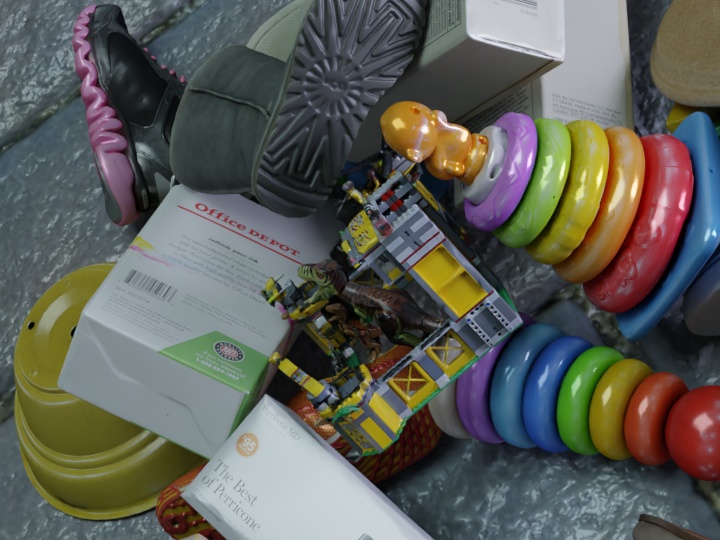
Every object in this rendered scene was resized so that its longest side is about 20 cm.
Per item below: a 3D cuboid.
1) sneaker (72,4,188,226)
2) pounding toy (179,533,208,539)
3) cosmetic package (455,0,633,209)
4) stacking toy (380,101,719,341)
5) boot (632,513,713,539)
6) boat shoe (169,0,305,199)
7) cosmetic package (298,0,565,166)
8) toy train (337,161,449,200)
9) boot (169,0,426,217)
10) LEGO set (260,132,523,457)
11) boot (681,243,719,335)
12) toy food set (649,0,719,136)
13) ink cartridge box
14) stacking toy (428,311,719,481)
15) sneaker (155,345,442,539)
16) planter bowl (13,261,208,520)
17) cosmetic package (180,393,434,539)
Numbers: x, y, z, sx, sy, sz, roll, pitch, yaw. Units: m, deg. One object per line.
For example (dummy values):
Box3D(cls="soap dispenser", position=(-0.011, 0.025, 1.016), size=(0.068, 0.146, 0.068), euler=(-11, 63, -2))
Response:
Box3D(cls="sneaker", position=(-0.150, -0.118, 1.883), size=(0.095, 0.079, 0.200), euler=(-15, 50, -2))
Box3D(cls="pounding toy", position=(-0.112, 0.280, 1.495), size=(0.142, 0.184, 0.201), euler=(-23, 50, 21))
Box3D(cls="cosmetic package", position=(0.110, -0.140, 1.649), size=(0.103, 0.073, 0.201), euler=(-32, 51, 52))
Box3D(cls="stacking toy", position=(0.100, -0.050, 1.505), size=(0.110, 0.199, 0.116), euler=(-54, 24, 42))
Box3D(cls="boot", position=(0.188, 0.224, 1.412), size=(0.200, 0.070, 0.147), euler=(20, 86, 57))
Box3D(cls="boat shoe", position=(-0.062, -0.115, 1.809), size=(0.200, 0.072, 0.068), euler=(-53, 2, -22))
Box3D(cls="cosmetic package", position=(0.040, -0.145, 1.611), size=(0.200, 0.073, 0.104), euler=(-28, 55, 56))
Box3D(cls="toy train", position=(0.039, -0.138, 1.752), size=(0.115, 0.085, 0.200), euler=(23, 75, 32))
Box3D(cls="boot", position=(-0.043, -0.118, 1.614), size=(0.182, 0.072, 0.200), euler=(-59, 15, 1))
Box3D(cls="LEGO set", position=(0.000, 0.000, 1.546), size=(0.154, 0.116, 0.200), euler=(-36, 25, 16))
Box3D(cls="boot", position=(0.244, -0.049, 1.505), size=(0.200, 0.073, 0.091), euler=(-46, 48, 41))
Box3D(cls="toy food set", position=(0.263, -0.157, 1.594), size=(0.197, 0.049, 0.200), euler=(-13, 33, 36))
Box3D(cls="ink cartridge box", position=(-0.096, 0.021, 1.677), size=(0.117, 0.067, 0.200), euler=(25, 37, 5))
Box3D(cls="stacking toy", position=(0.139, 0.080, 1.537), size=(0.200, 0.085, 0.086), euler=(16, 71, 35))
Box3D(cls="sneaker", position=(-0.036, 0.114, 1.648), size=(0.199, 0.073, 0.077), euler=(-25, 33, 10))
Box3D(cls="planter bowl", position=(-0.168, 0.057, 1.756), size=(0.200, 0.083, 0.201), euler=(-18, 51, 24))
Box3D(cls="cosmetic package", position=(-0.006, 0.167, 1.545), size=(0.200, 0.051, 0.083), euler=(40, 88, 24))
